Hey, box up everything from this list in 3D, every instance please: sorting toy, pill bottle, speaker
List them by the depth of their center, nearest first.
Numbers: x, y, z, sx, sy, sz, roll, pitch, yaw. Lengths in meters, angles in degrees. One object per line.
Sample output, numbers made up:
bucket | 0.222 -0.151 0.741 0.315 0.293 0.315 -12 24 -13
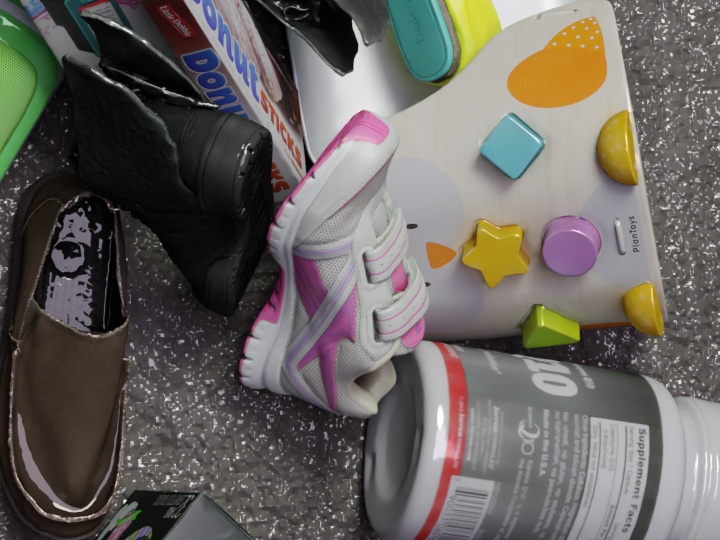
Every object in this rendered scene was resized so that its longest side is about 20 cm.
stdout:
speaker | -0.230 -0.063 1.411 0.088 0.088 0.201 32 76 -13
sorting toy | 0.071 -0.025 1.477 0.179 0.107 0.201 -11 120 6
pill bottle | 0.111 0.108 1.490 0.199 0.114 0.115 9 82 -17

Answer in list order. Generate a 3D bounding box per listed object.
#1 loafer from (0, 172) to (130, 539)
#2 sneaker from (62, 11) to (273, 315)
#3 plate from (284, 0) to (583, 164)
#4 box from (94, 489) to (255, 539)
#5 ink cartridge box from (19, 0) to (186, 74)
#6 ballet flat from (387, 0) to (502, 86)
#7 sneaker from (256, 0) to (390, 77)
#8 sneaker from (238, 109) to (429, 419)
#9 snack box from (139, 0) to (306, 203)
loafer | -0.160 0.044 1.430 0.073 0.071 0.201 -1 85 -18
sneaker | -0.101 -0.051 1.380 0.104 0.200 0.060 21 64 7
plate | 0.041 -0.170 1.535 0.199 0.032 0.201 -12 88 -18
box | -0.120 0.228 1.385 0.124 0.148 0.200 42 75 -11
ink cartridge box | -0.139 -0.182 1.381 0.067 0.200 0.117 -12 47 17
ballet flat | 0.029 -0.201 1.492 0.067 0.067 0.201 -24 95 -39
sneaker | -0.053 -0.199 1.426 0.200 0.060 0.104 46 37 -3
sneaker | 0.000 0.000 1.422 0.088 0.201 0.081 25 46 11
snack box | -0.072 -0.116 1.391 0.024 0.200 0.072 -13 57 13
